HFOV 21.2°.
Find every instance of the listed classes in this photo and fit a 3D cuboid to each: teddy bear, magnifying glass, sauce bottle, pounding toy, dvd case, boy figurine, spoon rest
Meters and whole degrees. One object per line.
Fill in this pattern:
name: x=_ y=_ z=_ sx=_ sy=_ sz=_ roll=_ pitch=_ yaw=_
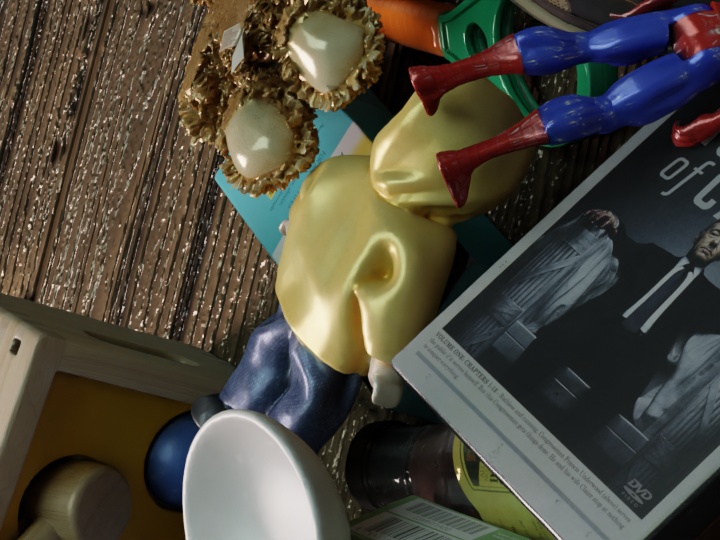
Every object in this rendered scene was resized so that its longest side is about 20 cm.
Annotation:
teddy bear: x=-0.030 y=-0.111 z=0.893 sx=0.146 sy=0.066 sz=0.200 roll=-65 pitch=24 yaw=10
magnifying glass: x=0.055 y=-0.107 z=0.892 sx=0.200 sy=0.022 sz=0.080 roll=24 pitch=128 yaw=57
sauce bottle: x=0.071 y=0.083 z=0.782 sx=0.199 sy=0.066 sz=0.067 roll=-6 pitch=72 yaw=47
pounding toy: x=-0.149 y=0.121 z=0.923 sx=0.142 sy=0.199 sz=0.185 roll=22 pitch=93 yaw=51
dvd case: x=0.124 y=0.009 z=0.716 sx=0.200 sy=0.025 sz=0.150 roll=-43 pitch=42 yaw=-3
boy figurine: x=0.000 y=0.000 z=0.820 sx=0.201 sy=0.064 sz=0.124 roll=-58 pitch=37 yaw=15
spoon rest: x=-0.027 y=0.153 z=0.763 sx=0.099 sy=0.060 sz=0.201 roll=-24 pitch=83 yaw=52

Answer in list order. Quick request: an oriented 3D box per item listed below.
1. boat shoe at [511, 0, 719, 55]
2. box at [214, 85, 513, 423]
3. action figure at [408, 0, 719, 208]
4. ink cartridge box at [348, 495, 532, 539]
boat shoe: x=0.076 y=-0.147 z=0.776 sx=0.073 sy=0.199 sz=0.075 roll=89 pitch=-157 yaw=-75
box: x=0.004 y=-0.019 z=0.914 sx=0.083 sy=0.049 sz=0.200 roll=-58 pitch=40 yaw=17
action figure: x=0.122 y=-0.083 z=0.736 sx=0.199 sy=0.052 sz=0.066 roll=-19 pitch=65 yaw=7
ink cartridge box: x=0.057 y=0.204 z=0.756 sx=0.145 sy=0.048 sz=0.201 roll=13 pitch=114 yaw=51
